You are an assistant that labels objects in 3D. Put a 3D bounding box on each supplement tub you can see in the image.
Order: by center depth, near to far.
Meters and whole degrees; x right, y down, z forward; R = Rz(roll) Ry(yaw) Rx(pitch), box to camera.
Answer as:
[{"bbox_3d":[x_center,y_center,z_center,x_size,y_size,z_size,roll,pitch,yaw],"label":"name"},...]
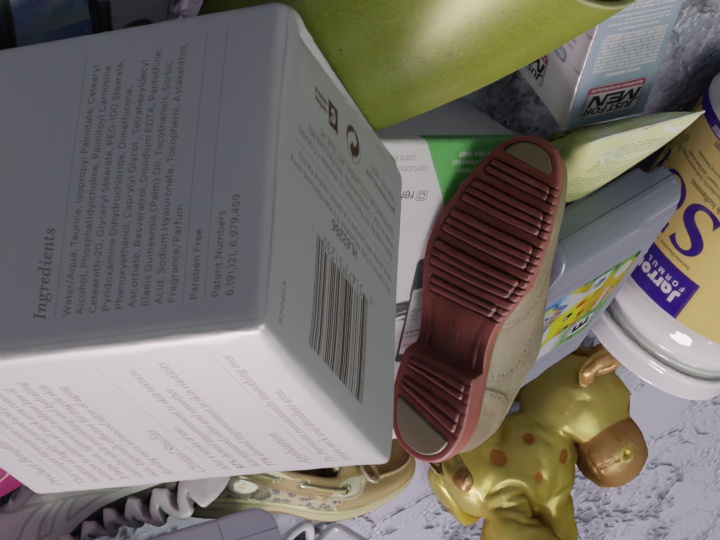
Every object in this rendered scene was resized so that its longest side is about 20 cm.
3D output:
[{"bbox_3d":[0.253,-0.025,1.284,0.144,0.146,0.201,4,131,-39],"label":"supplement tub"}]

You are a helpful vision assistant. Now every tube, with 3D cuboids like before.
[{"bbox_3d":[0.124,-0.064,1.139,0.058,0.052,0.200,-60,-166,-20],"label":"tube"}]

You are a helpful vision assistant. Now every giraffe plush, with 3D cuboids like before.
[{"bbox_3d":[0.140,0.134,1.412,0.162,0.172,0.201,-38,110,-8],"label":"giraffe plush"}]

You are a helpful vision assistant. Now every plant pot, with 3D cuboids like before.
[{"bbox_3d":[0.011,-0.152,0.954,0.186,0.188,0.200,12,141,-44],"label":"plant pot"}]

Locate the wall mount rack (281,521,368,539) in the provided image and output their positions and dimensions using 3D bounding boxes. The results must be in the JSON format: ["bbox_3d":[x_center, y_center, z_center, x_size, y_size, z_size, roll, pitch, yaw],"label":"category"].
[{"bbox_3d":[-0.052,0.293,1.451,0.174,0.074,0.201,-46,155,-35],"label":"wall mount rack"}]

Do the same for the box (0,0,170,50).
[{"bbox_3d":[-0.153,-0.142,0.939,0.118,0.042,0.201,-13,142,-24],"label":"box"}]

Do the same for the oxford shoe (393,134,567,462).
[{"bbox_3d":[0.078,0.014,1.105,0.075,0.070,0.201,-4,121,-52],"label":"oxford shoe"}]

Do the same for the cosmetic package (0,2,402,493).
[{"bbox_3d":[-0.100,-0.003,0.906,0.198,0.168,0.167,-7,153,18],"label":"cosmetic package"}]

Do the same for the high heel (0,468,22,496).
[{"bbox_3d":[-0.178,0.088,1.185,0.199,0.068,0.096,-33,171,-17],"label":"high heel"}]

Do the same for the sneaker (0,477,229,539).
[{"bbox_3d":[-0.186,0.141,1.230,0.199,0.075,0.082,-24,106,9],"label":"sneaker"}]

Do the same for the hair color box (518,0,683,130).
[{"bbox_3d":[0.135,-0.188,1.045,0.060,0.099,0.201,-13,140,-26],"label":"hair color box"}]

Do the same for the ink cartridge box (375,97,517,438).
[{"bbox_3d":[0.000,0.000,1.132,0.145,0.084,0.202,-4,117,-34],"label":"ink cartridge box"}]

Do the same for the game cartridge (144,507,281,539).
[{"bbox_3d":[-0.155,0.201,1.233,0.198,0.042,0.133,-15,166,-21],"label":"game cartridge"}]

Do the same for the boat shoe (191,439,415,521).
[{"bbox_3d":[-0.042,0.130,1.309,0.198,0.074,0.063,-4,139,-32],"label":"boat shoe"}]

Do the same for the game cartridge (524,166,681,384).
[{"bbox_3d":[0.119,0.022,1.215,0.133,0.041,0.200,-26,157,-33],"label":"game cartridge"}]
